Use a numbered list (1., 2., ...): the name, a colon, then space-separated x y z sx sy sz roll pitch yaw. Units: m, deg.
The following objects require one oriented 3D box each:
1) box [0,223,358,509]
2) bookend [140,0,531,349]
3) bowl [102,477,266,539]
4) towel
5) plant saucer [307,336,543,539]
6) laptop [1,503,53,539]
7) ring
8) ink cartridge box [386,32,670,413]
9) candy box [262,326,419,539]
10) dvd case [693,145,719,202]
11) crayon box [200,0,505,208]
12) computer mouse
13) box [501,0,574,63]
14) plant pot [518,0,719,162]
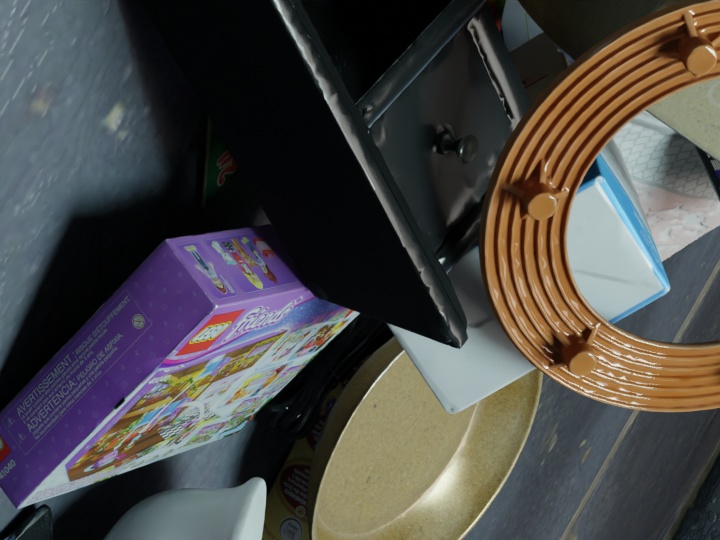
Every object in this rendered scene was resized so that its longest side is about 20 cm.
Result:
1. box: -0.071 0.035 0.846 0.137 0.039 0.200 -44 167 22
2. bookend: 0.031 -0.113 0.748 0.199 0.092 0.201 -47 131 -23
3. bowl: -0.111 0.194 0.914 0.201 0.090 0.203 11 90 -87
4. towel: 0.156 -0.045 1.136 0.199 0.032 0.191 10 146 -42
5. plant saucer: 0.032 0.102 1.108 0.200 0.035 0.201 -31 137 -34
6. laptop: -0.175 0.247 0.856 0.200 0.103 0.178 -45 156 -36
7. ring: 0.146 -0.019 0.733 0.019 0.199 0.202 -106 -151 -54
8. ink cartridge box: 0.069 -0.031 0.872 0.116 0.068 0.200 -30 -158 14
9. candy box: 0.015 0.092 1.178 0.201 0.056 0.117 -64 159 5
10. dvd case: 0.258 -0.111 1.103 0.200 0.025 0.151 -46 116 -38
11. crayon box: 0.004 -0.115 0.869 0.200 0.051 0.127 -45 156 -36
12. computer mouse: 0.000 0.000 1.030 0.110 0.044 0.201 -40 152 -43
13. box: 0.161 -0.145 1.139 0.113 0.101 0.200 -54 160 -14
14. plant pot: 0.195 -0.130 0.801 0.200 0.199 0.177 -52 -167 23
